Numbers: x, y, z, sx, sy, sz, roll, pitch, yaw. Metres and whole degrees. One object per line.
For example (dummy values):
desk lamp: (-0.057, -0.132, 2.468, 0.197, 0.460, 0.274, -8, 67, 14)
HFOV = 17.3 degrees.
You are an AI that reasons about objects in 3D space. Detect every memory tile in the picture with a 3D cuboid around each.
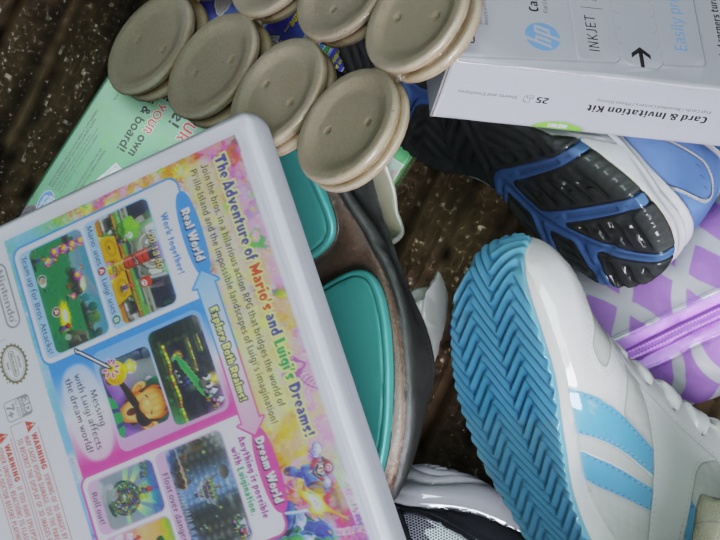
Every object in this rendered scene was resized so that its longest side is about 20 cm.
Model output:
memory tile: (-0.017, -0.117, 0.961, 0.017, 0.200, 0.154, 34, 86, -39)

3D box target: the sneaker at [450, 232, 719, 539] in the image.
sneaker: (0.100, 0.070, 0.941, 0.081, 0.076, 0.200, -31, 108, -22)

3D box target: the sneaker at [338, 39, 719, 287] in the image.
sneaker: (0.068, -0.076, 1.002, 0.200, 0.076, 0.077, 43, 53, 14)

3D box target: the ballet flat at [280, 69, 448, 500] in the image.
ballet flat: (0.000, 0.000, 0.988, 0.068, 0.068, 0.201, -25, 74, 44)

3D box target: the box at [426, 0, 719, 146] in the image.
box: (0.122, -0.123, 0.978, 0.199, 0.041, 0.156, 5, 52, -13)

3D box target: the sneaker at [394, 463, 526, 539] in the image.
sneaker: (-0.015, 0.134, 0.981, 0.200, 0.114, 0.076, 14, 130, 9)

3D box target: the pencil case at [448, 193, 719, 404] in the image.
pencil case: (0.133, 0.019, 1.006, 0.200, 0.086, 0.084, -27, 87, -1)

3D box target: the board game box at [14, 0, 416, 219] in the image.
board game box: (-0.045, -0.064, 1.046, 0.134, 0.029, 0.200, 33, 87, 3)

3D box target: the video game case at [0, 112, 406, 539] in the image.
video game case: (-0.087, 0.066, 0.912, 0.182, 0.024, 0.200, -23, 75, 18)

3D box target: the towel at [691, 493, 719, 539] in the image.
towel: (0.150, 0.208, 0.860, 0.034, 0.193, 0.200, -9, 51, 39)
